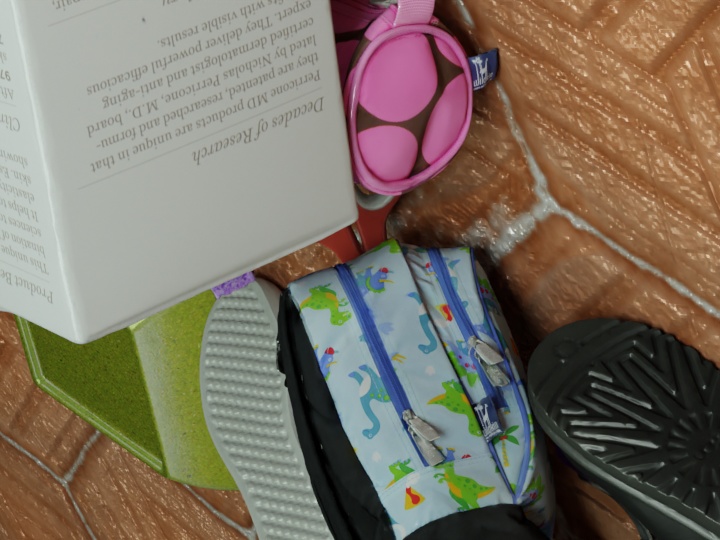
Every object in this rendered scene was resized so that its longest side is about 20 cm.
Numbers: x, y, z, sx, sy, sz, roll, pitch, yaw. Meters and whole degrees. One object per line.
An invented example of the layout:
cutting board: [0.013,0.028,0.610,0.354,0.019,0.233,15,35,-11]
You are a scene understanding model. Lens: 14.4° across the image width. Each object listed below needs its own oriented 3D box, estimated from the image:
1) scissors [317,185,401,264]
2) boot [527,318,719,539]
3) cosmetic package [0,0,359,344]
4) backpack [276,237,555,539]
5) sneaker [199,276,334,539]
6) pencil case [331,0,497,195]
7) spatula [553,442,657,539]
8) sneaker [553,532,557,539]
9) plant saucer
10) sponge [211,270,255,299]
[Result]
scissors: [0.000,0.000,1.504,0.200,0.073,0.014,79,-179,-46]
boot: [0.161,0.132,1.381,0.211,0.079,0.158,38,150,25]
cosmetic package: [-0.124,-0.103,1.281,0.167,0.166,0.201,21,128,46]
backpack: [0.029,0.083,1.423,0.200,0.154,0.163,52,172,26]
sneaker: [-0.022,0.099,1.639,0.075,0.104,0.201,-40,55,31]
pencil case: [-0.028,-0.101,1.391,0.200,0.091,0.094,19,120,50]
spatula: [0.139,0.131,1.478,0.200,0.021,0.056,61,165,-21]
sneaker: [0.055,0.173,1.534,0.071,0.112,0.201,-133,20,-76]
plant saucer: [-0.162,0.042,1.818,0.200,0.048,0.200,32,147,36]
sponge: [-0.118,-0.081,1.527,0.112,0.030,0.200,61,180,43]
